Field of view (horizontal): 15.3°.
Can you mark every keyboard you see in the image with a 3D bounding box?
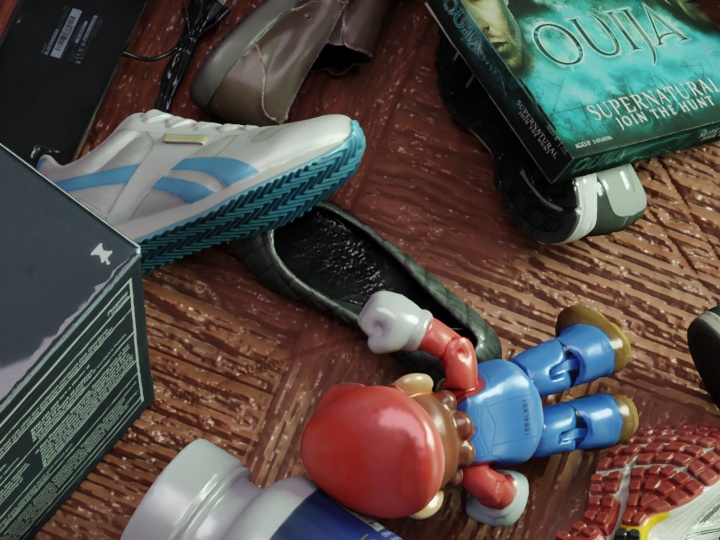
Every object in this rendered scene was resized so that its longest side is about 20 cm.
[{"bbox_3d":[-0.154,-0.132,1.619,0.126,0.021,0.201,17,67,11],"label":"keyboard"}]

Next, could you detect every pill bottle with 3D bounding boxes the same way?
[{"bbox_3d":[-0.028,0.181,1.428,0.199,0.120,0.120,32,68,12],"label":"pill bottle"}]

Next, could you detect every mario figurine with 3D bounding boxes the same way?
[{"bbox_3d":[0.049,0.075,1.462,0.199,0.106,0.124,-12,67,-33],"label":"mario figurine"}]

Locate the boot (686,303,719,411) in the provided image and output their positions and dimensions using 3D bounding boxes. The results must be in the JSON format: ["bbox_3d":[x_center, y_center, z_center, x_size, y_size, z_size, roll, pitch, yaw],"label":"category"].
[{"bbox_3d":[0.298,0.060,1.524,0.200,0.073,0.151,43,72,11],"label":"boot"}]

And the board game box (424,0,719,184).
[{"bbox_3d":[0.143,-0.125,1.569,0.199,0.028,0.136,-16,64,-46],"label":"board game box"}]

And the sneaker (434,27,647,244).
[{"bbox_3d":[0.106,-0.099,1.597,0.079,0.074,0.201,0,55,-37],"label":"sneaker"}]

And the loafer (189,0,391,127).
[{"bbox_3d":[-0.015,-0.151,1.614,0.071,0.073,0.200,43,75,4],"label":"loafer"}]

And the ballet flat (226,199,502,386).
[{"bbox_3d":[0.000,0.000,1.544,0.199,0.057,0.067,32,71,15],"label":"ballet flat"}]

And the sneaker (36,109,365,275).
[{"bbox_3d":[-0.095,-0.056,1.525,0.199,0.077,0.081,-19,72,8],"label":"sneaker"}]

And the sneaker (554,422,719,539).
[{"bbox_3d":[0.156,0.156,1.481,0.078,0.083,0.200,12,44,42],"label":"sneaker"}]

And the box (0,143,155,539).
[{"bbox_3d":[-0.217,0.066,1.428,0.123,0.199,0.200,36,68,13],"label":"box"}]
